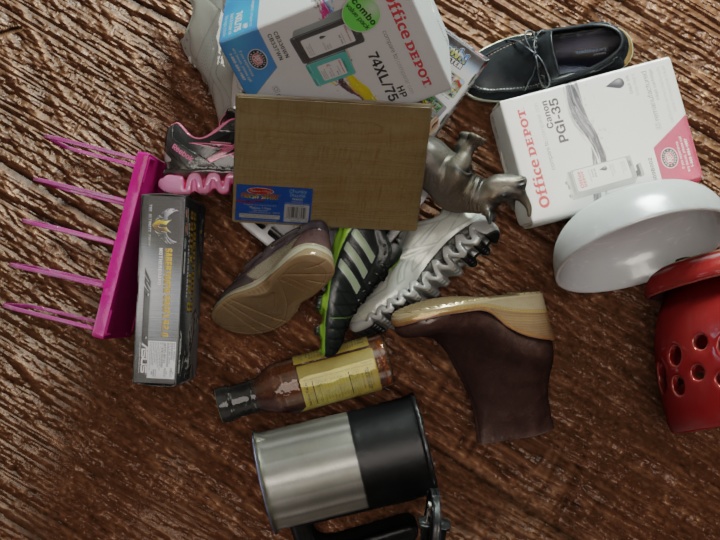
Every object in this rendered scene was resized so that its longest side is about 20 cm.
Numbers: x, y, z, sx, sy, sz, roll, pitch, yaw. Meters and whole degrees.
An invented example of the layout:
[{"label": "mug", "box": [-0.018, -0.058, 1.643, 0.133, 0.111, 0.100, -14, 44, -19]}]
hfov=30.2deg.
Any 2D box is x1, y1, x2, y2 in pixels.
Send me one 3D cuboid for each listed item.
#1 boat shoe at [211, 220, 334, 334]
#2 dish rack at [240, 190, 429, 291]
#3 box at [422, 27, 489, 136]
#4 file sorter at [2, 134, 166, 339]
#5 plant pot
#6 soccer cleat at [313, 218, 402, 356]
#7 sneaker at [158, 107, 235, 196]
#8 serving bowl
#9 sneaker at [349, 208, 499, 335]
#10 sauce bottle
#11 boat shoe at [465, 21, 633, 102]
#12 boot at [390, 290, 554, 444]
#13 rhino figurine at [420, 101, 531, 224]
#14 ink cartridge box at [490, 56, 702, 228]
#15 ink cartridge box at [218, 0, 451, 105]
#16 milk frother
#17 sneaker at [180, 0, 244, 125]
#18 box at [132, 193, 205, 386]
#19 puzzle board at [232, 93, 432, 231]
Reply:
[{"label": "boat shoe", "box": [-0.093, 0.009, 1.462, 0.072, 0.200, 0.065, 28, 50, -22]}, {"label": "dish rack", "box": [-0.026, -0.091, 1.513, 0.172, 0.044, 0.200, 39, 89, 1]}, {"label": "box", "box": [0.033, -0.250, 1.502, 0.200, 0.035, 0.110, 37, 105, 2]}, {"label": "file sorter", "box": [-0.300, -0.037, 1.460, 0.125, 0.139, 0.200, 14, 89, 2]}, {"label": "plant pot", "box": [0.414, 0.070, 1.447, 0.200, 0.200, 0.183, -11, 81, -1]}, {"label": "soccer cleat", "box": [0.000, 0.000, 1.458, 0.081, 0.068, 0.200, 13, 86, -3]}, {"label": "sneaker", "box": [-0.121, -0.130, 1.448, 0.200, 0.079, 0.096, -3, 89, -7]}, {"label": "serving bowl", "box": [0.300, -0.046, 1.453, 0.200, 0.200, 0.066, -15, 67, -1]}, {"label": "sneaker", "box": [0.061, -0.004, 1.506, 0.200, 0.075, 0.081, -40, 71, 0]}, {"label": "sauce bottle", "box": [-0.063, 0.125, 1.498, 0.200, 0.066, 0.066, -14, 89, 0]}, {"label": "boat shoe", "box": [0.207, -0.239, 1.503, 0.200, 0.062, 0.075, -10, 84, 9]}, {"label": "boot", "box": [0.130, 0.111, 1.476, 0.200, 0.072, 0.167, -4, 93, -24]}, {"label": "rhino figurine", "box": [0.101, -0.112, 1.460, 0.200, 0.060, 0.087, 32, 95, 6]}, {"label": "ink cartridge box", "box": [0.262, -0.140, 1.499, 0.200, 0.083, 0.147, -15, 89, -1]}, {"label": "ink cartridge box", "box": [-0.023, -0.247, 1.397, 0.200, 0.146, 0.147, -20, 123, 14]}, {"label": "milk frother", "box": [-0.008, 0.243, 1.430, 0.188, 0.200, 0.181, -14, 93, -1]}, {"label": "sneaker", "box": [-0.158, -0.233, 1.508, 0.092, 0.076, 0.200, -1, 92, 20]}, {"label": "box", "box": [-0.206, 0.022, 1.449, 0.048, 0.158, 0.200, 3, 88, 1]}, {"label": "puzzle board", "box": [-0.032, -0.112, 1.391, 0.200, 0.017, 0.151, 3, 125, -4]}]
